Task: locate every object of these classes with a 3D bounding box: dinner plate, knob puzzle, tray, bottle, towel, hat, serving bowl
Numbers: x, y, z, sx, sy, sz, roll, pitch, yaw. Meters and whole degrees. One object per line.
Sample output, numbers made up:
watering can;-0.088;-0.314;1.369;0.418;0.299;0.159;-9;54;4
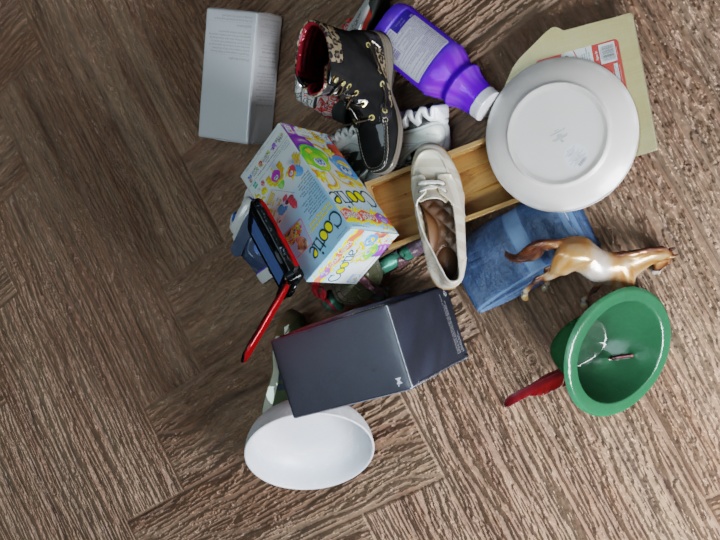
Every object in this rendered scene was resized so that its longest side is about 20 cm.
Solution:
dinner plate;0.256;-0.176;1.134;0.200;0.024;0.201;3;96;24
knob puzzle;0.275;-0.221;1.152;0.219;0.030;0.221;3;98;25
tray;0.117;-0.109;1.213;0.199;0.037;0.099;-20;87;4
bottle;0.105;-0.285;1.212;0.200;0.065;0.084;43;106;20
towel;0.221;-0.029;1.204;0.200;0.048;0.112;-30;82;29
hat;0.284;0.095;1.181;0.166;0.200;0.176;59;165;-24
serving bowl;-0.079;0.257;1.357;0.200;0.200;0.066;-39;35;27

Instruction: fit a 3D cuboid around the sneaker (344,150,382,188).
sneaker;-0.040;-0.123;1.316;0.200;0.088;0.074;3;61;42

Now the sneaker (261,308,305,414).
sneaker;-0.096;0.166;1.397;0.090;0.067;0.201;22;113;23

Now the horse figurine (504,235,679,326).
horse figurine;0.291;0.001;1.132;0.199;0.050;0.133;18;133;-8

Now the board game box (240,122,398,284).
board game box;-0.058;-0.090;1.195;0.105;0.103;0.200;-49;59;27

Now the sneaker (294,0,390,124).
sneaker;-0.034;-0.327;1.287;0.108;0.067;0.202;26;112;20

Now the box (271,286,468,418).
box;0.016;0.112;1.250;0.200;0.198;0.124;-19;89;29

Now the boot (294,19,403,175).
boot;-0.014;-0.230;1.160;0.073;0.150;0.201;-2;90;37

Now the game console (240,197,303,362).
game console;-0.148;0.018;1.182;0.118;0.200;0.173;-28;87;-12

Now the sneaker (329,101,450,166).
sneaker;0.039;-0.186;1.270;0.199;0.075;0.081;-8;102;30

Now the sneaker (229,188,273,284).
sneaker;-0.125;-0.082;1.364;0.200;0.081;0.147;-33;85;34

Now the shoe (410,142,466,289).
shoe;0.108;-0.074;1.168;0.070;0.053;0.201;-10;88;5

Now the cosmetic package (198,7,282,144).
cosmetic package;-0.189;-0.304;1.374;0.101;0.074;0.201;14;106;26

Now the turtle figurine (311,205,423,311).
turtle figurine;0.000;0.000;1.281;0.200;0.101;0.150;-42;118;9
